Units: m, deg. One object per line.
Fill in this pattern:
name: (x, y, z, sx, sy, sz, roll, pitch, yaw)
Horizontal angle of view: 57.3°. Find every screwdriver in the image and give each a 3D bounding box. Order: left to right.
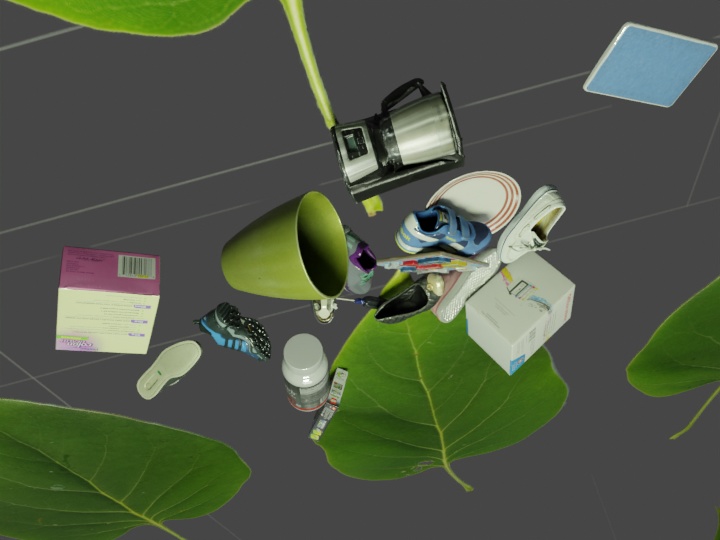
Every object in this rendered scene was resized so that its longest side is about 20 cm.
screwdriver: (-0.028, 0.068, 1.465, 0.194, 0.030, 0.028, 4, 159, -21)

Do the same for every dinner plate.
dinner plate: (0.216, -0.126, 1.288, 0.194, 0.025, 0.203, -9, 143, -7)

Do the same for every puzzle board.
puzzle board: (0.139, -0.010, 1.325, 0.148, 0.018, 0.197, 11, 169, -39)

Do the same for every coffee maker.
coffee maker: (0.063, -0.188, 1.066, 0.195, 0.137, 0.193, -17, 145, 7)

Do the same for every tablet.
tablet: (0.481, -0.339, 1.097, 0.194, 0.014, 0.131, 4, 141, -20)

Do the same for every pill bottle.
pill bottle: (-0.132, 0.245, 1.593, 0.112, 0.118, 0.202, -8, 143, -6)

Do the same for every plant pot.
plant pot: (-0.148, -0.027, 1.197, 0.195, 0.192, 0.187, -12, 147, 25)

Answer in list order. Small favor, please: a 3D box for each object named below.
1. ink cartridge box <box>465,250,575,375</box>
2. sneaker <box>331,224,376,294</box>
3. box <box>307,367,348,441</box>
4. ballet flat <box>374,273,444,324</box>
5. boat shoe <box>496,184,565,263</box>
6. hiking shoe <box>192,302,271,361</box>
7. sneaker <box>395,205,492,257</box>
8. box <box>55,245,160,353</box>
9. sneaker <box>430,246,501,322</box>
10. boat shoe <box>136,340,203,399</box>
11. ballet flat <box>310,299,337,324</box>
ink cartridge box: (0.348, 0.087, 1.445, 0.199, 0.145, 0.149, -38, 148, -14)
sneaker: (0.000, 0.000, 1.317, 0.075, 0.087, 0.202, -47, 146, -16)
box: (-0.087, 0.359, 1.759, 0.034, 0.112, 0.202, 21, 137, -4)
ballet flat: (0.107, 0.068, 1.414, 0.056, 0.068, 0.199, -15, 162, -47)
boat shoe: (0.352, -0.070, 1.337, 0.073, 0.087, 0.204, 4, 136, -30)
hiking shoe: (-0.274, 0.141, 1.462, 0.085, 0.076, 0.201, -20, 134, 23)
sneaker: (0.167, -0.076, 1.260, 0.194, 0.075, 0.083, -1, 140, -16)
box: (-0.483, 0.061, 1.260, 0.171, 0.099, 0.202, 5, 139, -23)
sneaker: (0.213, 0.011, 1.439, 0.201, 0.104, 0.075, -47, 131, -3)
boat shoe: (-0.434, 0.220, 1.527, 0.199, 0.073, 0.067, -38, 174, 20)
ballet flat: (-0.074, 0.041, 1.369, 0.071, 0.074, 0.203, -5, 139, -10)
